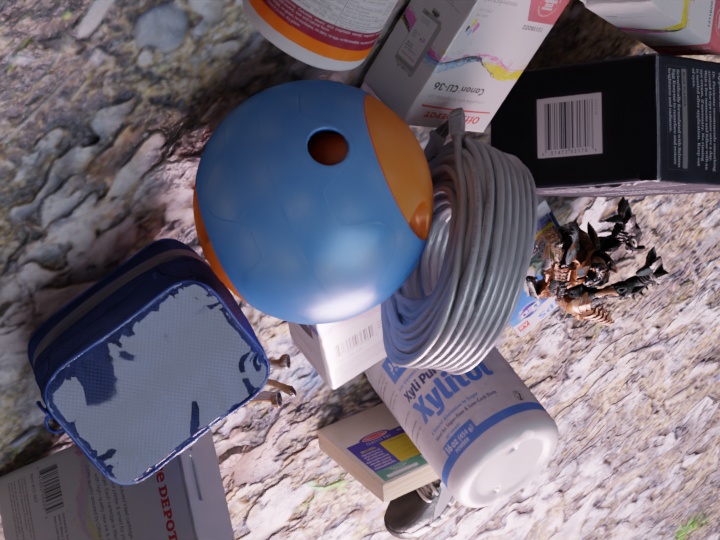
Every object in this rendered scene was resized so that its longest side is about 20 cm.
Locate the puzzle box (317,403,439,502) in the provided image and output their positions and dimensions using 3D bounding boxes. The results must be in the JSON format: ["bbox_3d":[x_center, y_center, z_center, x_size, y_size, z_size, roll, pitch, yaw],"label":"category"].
[{"bbox_3d":[0.069,0.179,1.961,0.199,0.133,0.026,-20,123,-27],"label":"puzzle box"}]

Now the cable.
[{"bbox_3d":[0.080,-0.011,1.524,0.069,0.200,0.201,15,123,-19],"label":"cable"}]

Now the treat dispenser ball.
[{"bbox_3d":[-0.039,-0.056,1.478,0.200,0.201,0.201,-26,147,-19],"label":"treat dispenser ball"}]

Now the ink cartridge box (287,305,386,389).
[{"bbox_3d":[0.000,0.000,1.702,0.147,0.086,0.200,-30,146,-15],"label":"ink cartridge box"}]

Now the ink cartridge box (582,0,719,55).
[{"bbox_3d":[0.259,-0.271,1.570,0.200,0.067,0.117,16,79,-53],"label":"ink cartridge box"}]

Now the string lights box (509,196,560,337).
[{"bbox_3d":[0.163,-0.017,1.872,0.103,0.059,0.200,-41,149,0],"label":"string lights box"}]

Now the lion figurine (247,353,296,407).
[{"bbox_3d":[-0.146,0.105,1.700,0.122,0.073,0.200,-9,161,17],"label":"lion figurine"}]

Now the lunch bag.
[{"bbox_3d":[-0.192,0.079,1.549,0.200,0.132,0.136,-35,115,-2],"label":"lunch bag"}]

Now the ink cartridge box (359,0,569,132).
[{"bbox_3d":[0.085,-0.189,1.562,0.116,0.068,0.200,0,132,-47],"label":"ink cartridge box"}]

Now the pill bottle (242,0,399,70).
[{"bbox_3d":[-0.001,-0.259,1.345,0.109,0.110,0.200,-1,132,-45],"label":"pill bottle"}]

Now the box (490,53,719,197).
[{"bbox_3d":[0.255,-0.130,1.673,0.199,0.196,0.118,0,89,-45],"label":"box"}]

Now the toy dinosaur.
[{"bbox_3d":[0.237,-0.001,1.857,0.135,0.102,0.200,-28,167,3],"label":"toy dinosaur"}]

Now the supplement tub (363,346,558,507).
[{"bbox_3d":[0.102,0.135,1.870,0.132,0.200,0.132,-27,147,-19],"label":"supplement tub"}]

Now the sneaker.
[{"bbox_3d":[0.092,0.219,2.104,0.200,0.075,0.116,-43,145,-12],"label":"sneaker"}]

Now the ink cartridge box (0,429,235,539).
[{"bbox_3d":[-0.225,0.232,1.653,0.199,0.146,0.083,-24,154,18],"label":"ink cartridge box"}]
